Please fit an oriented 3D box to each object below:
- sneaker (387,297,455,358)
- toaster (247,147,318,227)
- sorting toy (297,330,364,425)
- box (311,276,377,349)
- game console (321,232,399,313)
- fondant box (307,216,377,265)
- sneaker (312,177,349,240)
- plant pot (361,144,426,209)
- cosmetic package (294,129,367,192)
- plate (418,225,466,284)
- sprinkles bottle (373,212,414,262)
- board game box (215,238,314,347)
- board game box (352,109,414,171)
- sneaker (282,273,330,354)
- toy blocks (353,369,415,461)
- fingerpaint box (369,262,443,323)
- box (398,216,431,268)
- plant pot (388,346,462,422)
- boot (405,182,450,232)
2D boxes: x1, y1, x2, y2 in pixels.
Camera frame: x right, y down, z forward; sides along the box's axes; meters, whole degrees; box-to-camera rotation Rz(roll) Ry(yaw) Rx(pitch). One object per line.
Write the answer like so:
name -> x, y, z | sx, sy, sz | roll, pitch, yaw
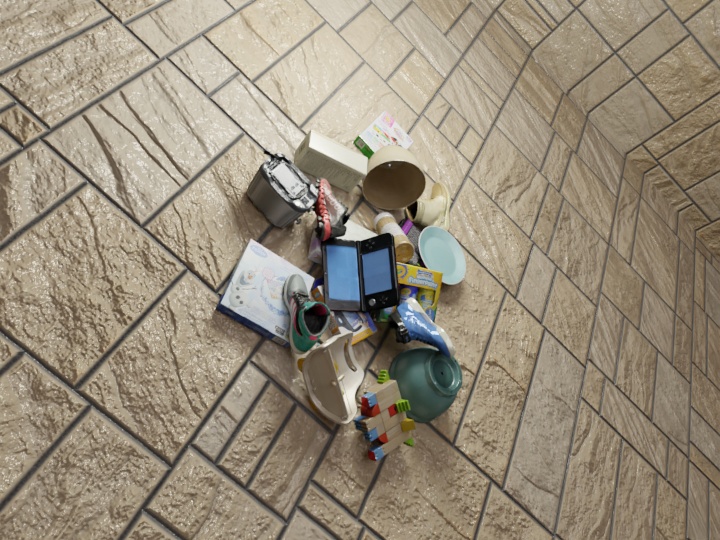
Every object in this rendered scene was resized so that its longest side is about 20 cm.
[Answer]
sneaker -> 0.151, 0.174, 1.495 | 0.110, 0.077, 0.201 | -34, 64, -15
toaster -> -0.217, -0.212, 1.509 | 0.200, 0.129, 0.114 | 45, 47, -7
sorting toy -> -0.052, 0.241, 1.398 | 0.179, 0.105, 0.204 | -32, 111, -52
box -> -0.046, 0.100, 1.528 | 0.118, 0.041, 0.203 | -22, 83, -41
game console -> 0.000, 0.000, 1.501 | 0.118, 0.169, 0.205 | 21, 60, -55
fondant box -> -0.043, -0.066, 1.609 | 0.197, 0.058, 0.147 | 24, 54, -23
sneaker -> -0.080, -0.167, 1.546 | 0.096, 0.071, 0.204 | 2, 55, -18
plant pot -> 0.099, -0.308, 1.762 | 0.197, 0.200, 0.137 | 20, 46, -26
cosmetic package -> -0.087, -0.322, 1.684 | 0.197, 0.103, 0.074 | 22, 54, -27
plate -> 0.254, -0.045, 1.795 | 0.197, 0.025, 0.204 | 19, 55, -29
sprinkles bottle -> 0.095, -0.099, 1.657 | 0.067, 0.069, 0.201 | 20, 22, -26
board game box -> -0.231, 0.056, 1.411 | 0.198, 0.043, 0.202 | 33, 52, -19
board game box -> 0.081, -0.432, 1.910 | 0.153, 0.040, 0.201 | 46, 48, -8
sneaker -> -0.129, 0.086, 1.361 | 0.082, 0.120, 0.204 | 5, 64, -36
toy blocks -> 0.046, 0.370, 1.409 | 0.135, 0.099, 0.204 | -21, 98, -36
fingerpaint box -> 0.127, 0.070, 1.604 | 0.197, 0.073, 0.171 | 12, 88, -32
box -> 0.175, -0.052, 1.779 | 0.200, 0.036, 0.144 | 44, 48, -7
plant pot -> 0.191, 0.294, 1.536 | 0.197, 0.134, 0.204 | 17, 57, -28
boot -> 0.221, -0.224, 1.880 | 0.153, 0.072, 0.204 | 19, 61, -31
